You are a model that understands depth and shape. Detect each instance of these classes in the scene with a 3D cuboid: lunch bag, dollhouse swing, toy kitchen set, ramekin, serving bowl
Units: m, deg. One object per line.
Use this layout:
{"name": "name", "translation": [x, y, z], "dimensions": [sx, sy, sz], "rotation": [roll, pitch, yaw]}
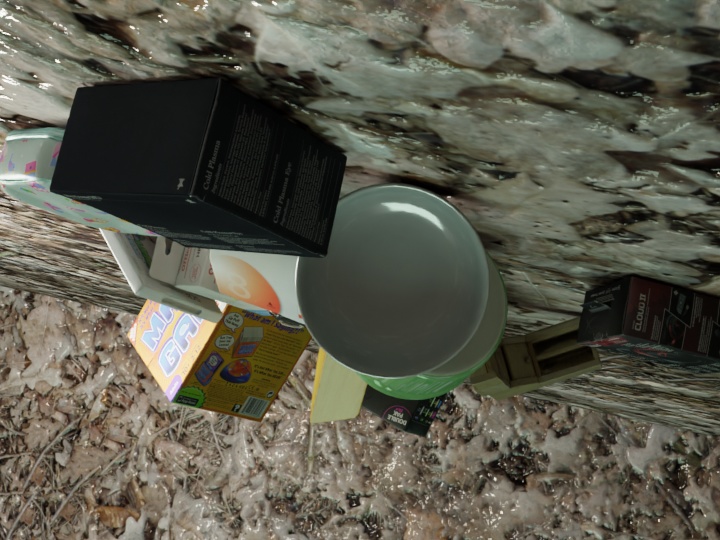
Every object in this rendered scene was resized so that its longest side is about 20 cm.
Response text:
{"name": "lunch bag", "translation": [-0.309, -0.102, 1.113], "dimensions": [0.159, 0.078, 0.199], "rotation": [2, 165, 43]}
{"name": "dollhouse swing", "translation": [0.033, 0.107, 1.351], "dimensions": [0.173, 0.184, 0.201], "rotation": [11, -149, -5]}
{"name": "toy kitchen set", "translation": [0.240, 0.080, 1.405], "dimensions": [0.178, 0.166, 0.200], "rotation": [-19, 162, 14]}
{"name": "ramekin", "translation": [0.073, 0.043, 1.095], "dimensions": [0.197, 0.203, 0.098], "rotation": [15, 163, -12]}
{"name": "serving bowl", "translation": [0.032, 0.006, 0.985], "dimensions": [0.197, 0.203, 0.066], "rotation": [13, -168, -2]}

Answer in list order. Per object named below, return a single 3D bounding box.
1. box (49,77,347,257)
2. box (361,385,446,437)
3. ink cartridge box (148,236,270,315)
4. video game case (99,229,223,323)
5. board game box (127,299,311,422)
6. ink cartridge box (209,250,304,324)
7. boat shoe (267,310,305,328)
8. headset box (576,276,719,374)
{"name": "box", "translation": [-0.147, -0.090, 0.879], "dimensions": [0.198, 0.106, 0.181], "rotation": [5, 169, 37]}
{"name": "box", "translation": [0.074, 0.144, 1.537], "dimensions": [0.147, 0.202, 0.124], "rotation": [27, 177, 24]}
{"name": "ink cartridge box", "translation": [-0.179, -0.017, 1.299], "dimensions": [0.198, 0.117, 0.067], "rotation": [21, 166, -40]}
{"name": "video game case", "translation": [-0.294, -0.022, 1.346], "dimensions": [0.201, 0.024, 0.182], "rotation": [54, -167, 29]}
{"name": "board game box", "translation": [-0.236, 0.104, 1.615], "dimensions": [0.199, 0.201, 0.200], "rotation": [22, -165, -44]}
{"name": "ink cartridge box", "translation": [-0.106, -0.019, 1.118], "dimensions": [0.160, 0.051, 0.201], "rotation": [19, 150, 17]}
{"name": "boat shoe", "translation": [-0.028, 0.042, 1.224], "dimensions": [0.197, 0.075, 0.061], "rotation": [-3, 147, 13]}
{"name": "headset box", "translation": [0.373, 0.069, 1.183], "dimensions": [0.197, 0.076, 0.149], "rotation": [14, 170, -6]}
